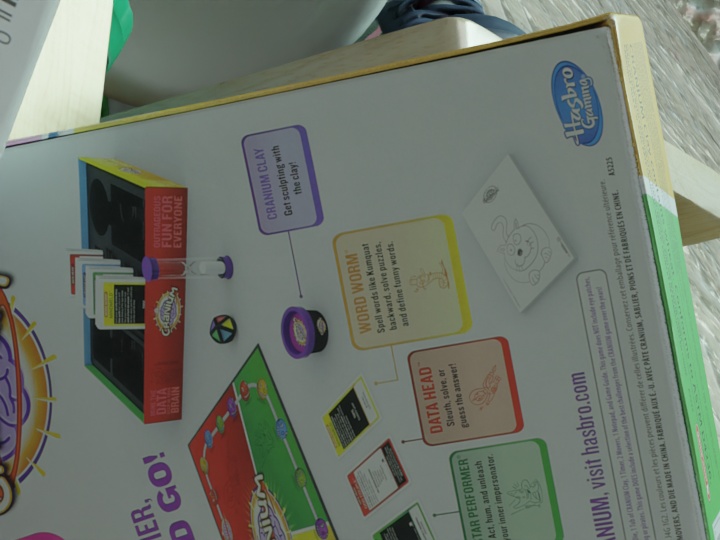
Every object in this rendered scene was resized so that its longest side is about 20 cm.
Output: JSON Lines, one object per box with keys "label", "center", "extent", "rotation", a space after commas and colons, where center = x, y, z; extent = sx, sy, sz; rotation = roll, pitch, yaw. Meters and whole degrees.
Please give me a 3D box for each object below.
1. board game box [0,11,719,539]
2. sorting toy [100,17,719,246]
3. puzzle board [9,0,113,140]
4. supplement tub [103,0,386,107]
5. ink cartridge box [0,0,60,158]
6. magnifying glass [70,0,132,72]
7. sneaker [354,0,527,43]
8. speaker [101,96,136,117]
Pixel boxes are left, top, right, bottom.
{"label": "board game box", "center": [-0.020, 0.033, 0.580], "extent": [0.040, 0.199, 0.154], "rotation": [-23, 103, -74]}
{"label": "sorting toy", "center": [0.000, 0.000, 0.835], "extent": [0.199, 0.199, 0.070], "rotation": [23, 59, -54]}
{"label": "puzzle board", "center": [-0.125, -0.009, 0.627], "extent": [0.151, 0.017, 0.201], "rotation": [31, 58, -51]}
{"label": "supplement tub", "center": [-0.071, -0.164, 0.871], "extent": [0.145, 0.145, 0.200], "rotation": [40, 16, -37]}
{"label": "ink cartridge box", "center": [-0.157, -0.051, 0.509], "extent": [0.176, 0.201, 0.045], "rotation": [27, -15, -32]}
{"label": "magnifying glass", "center": [-0.106, -0.064, 0.796], "extent": [0.079, 0.022, 0.200], "rotation": [23, -18, 11]}
{"label": "sneaker", "center": [0.023, -0.075, 0.874], "extent": [0.200, 0.070, 0.082], "rotation": [139, -44, -77]}
{"label": "speaker", "center": [-0.090, -0.114, 0.996], "extent": [0.088, 0.088, 0.200], "rotation": [27, 29, -56]}
